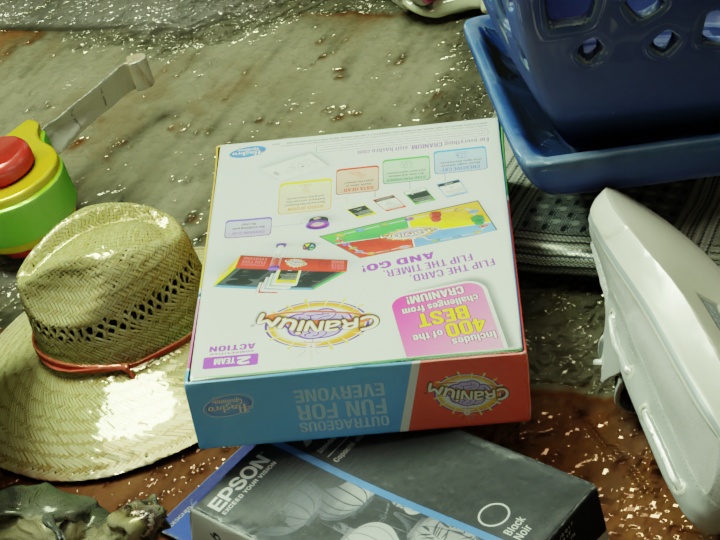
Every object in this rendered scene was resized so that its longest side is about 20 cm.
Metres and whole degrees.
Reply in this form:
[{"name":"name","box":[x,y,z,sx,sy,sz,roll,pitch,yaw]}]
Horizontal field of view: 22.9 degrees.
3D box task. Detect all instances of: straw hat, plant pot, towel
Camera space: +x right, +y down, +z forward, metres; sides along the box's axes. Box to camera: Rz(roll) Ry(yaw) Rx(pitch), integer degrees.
[{"name":"straw hat","box":[-0.127,0.012,0.927,0.201,0.085,0.201,-11,36,8]},{"name":"plant pot","box":[0.147,-0.153,0.881,0.200,0.180,0.200,-8,33,-4]},{"name":"towel","box":[0.152,-0.063,0.952,0.192,0.035,0.200,6,41,30]}]

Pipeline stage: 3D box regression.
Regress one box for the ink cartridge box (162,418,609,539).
[{"name":"ink cartridge box","box":[0.000,0.106,0.787,0.200,0.039,0.099,17,48,40]}]

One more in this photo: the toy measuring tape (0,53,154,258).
[{"name":"toy measuring tape","box":[-0.180,-0.065,1.071,0.074,0.074,0.200,18,48,39]}]

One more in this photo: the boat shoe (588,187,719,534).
[{"name":"boat shoe","box":[0.138,0.038,0.798,0.069,0.072,0.200,-51,37,22]}]

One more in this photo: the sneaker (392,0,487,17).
[{"name":"sneaker","box":[0.039,-0.217,1.169,0.200,0.081,0.088,13,43,37]}]

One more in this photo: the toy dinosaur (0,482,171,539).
[{"name":"toy dinosaur","box":[-0.173,0.125,0.834,0.200,0.047,0.088,8,39,39]}]

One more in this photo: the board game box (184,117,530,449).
[{"name":"board game box","box":[0.000,0.000,0.857,0.153,0.040,0.200,-5,36,5]}]
